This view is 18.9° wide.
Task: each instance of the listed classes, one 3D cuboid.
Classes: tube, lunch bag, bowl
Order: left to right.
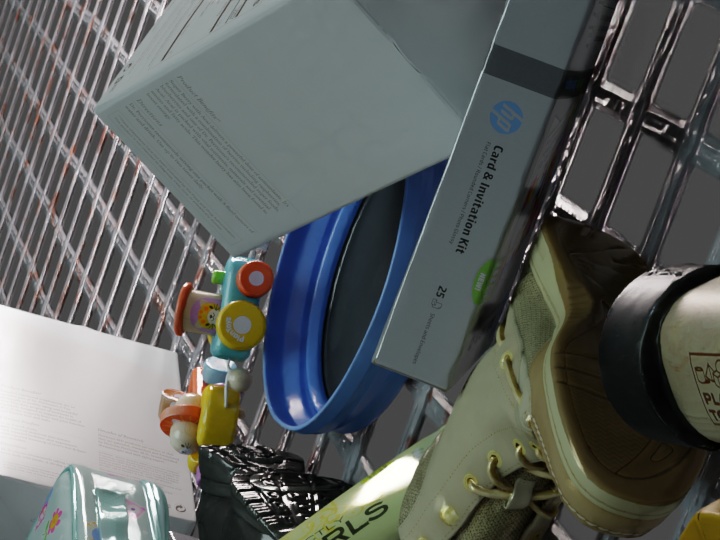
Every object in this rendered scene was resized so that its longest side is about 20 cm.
[{"bbox_3d":[-0.165,0.220,1.299,0.160,0.077,0.200,-62,22,24],"label":"lunch bag"},{"bbox_3d":[-0.024,0.148,1.078,0.200,0.052,0.058,-37,62,-3],"label":"tube"},{"bbox_3d":[0.000,0.000,1.251,0.201,0.039,0.201,-163,90,-71],"label":"bowl"}]

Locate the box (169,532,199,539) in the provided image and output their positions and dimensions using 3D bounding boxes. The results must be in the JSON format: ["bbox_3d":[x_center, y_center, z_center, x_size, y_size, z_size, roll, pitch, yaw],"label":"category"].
[{"bbox_3d":[-0.110,0.272,1.304,0.200,0.041,0.156,-123,53,-67],"label":"box"}]

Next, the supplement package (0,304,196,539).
[{"bbox_3d":[-0.220,0.154,1.553,0.200,0.152,0.151,-103,35,-55],"label":"supplement package"}]

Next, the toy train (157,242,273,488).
[{"bbox_3d":[-0.100,0.054,1.388,0.150,0.056,0.200,-95,16,-58],"label":"toy train"}]

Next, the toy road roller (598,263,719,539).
[{"bbox_3d":[0.178,0.061,0.641,0.123,0.146,0.200,-2,110,69],"label":"toy road roller"}]

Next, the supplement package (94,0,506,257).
[{"bbox_3d":[-0.020,-0.113,1.156,0.200,0.121,0.120,-23,28,43],"label":"supplement package"}]

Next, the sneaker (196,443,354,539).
[{"bbox_3d":[-0.051,0.155,1.237,0.200,0.076,0.091,-162,79,-78],"label":"sneaker"}]

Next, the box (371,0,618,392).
[{"bbox_3d":[0.068,-0.052,1.010,0.156,0.041,0.200,-26,-42,-79],"label":"box"}]

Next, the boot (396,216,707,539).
[{"bbox_3d":[0.075,0.086,0.918,0.200,0.073,0.156,-97,31,-59],"label":"boot"}]
